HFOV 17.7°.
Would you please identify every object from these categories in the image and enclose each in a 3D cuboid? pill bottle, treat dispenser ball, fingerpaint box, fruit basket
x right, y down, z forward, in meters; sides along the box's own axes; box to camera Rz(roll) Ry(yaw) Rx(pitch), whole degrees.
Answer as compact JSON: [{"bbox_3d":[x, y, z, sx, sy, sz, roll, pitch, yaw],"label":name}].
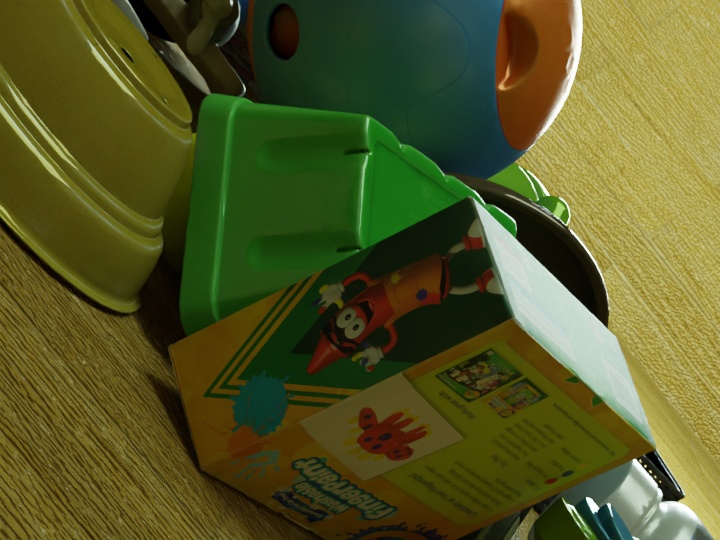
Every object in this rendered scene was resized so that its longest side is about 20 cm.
[{"bbox_3d":[0.213,0.234,1.611,0.200,0.114,0.114,51,9,-8],"label":"pill bottle"},{"bbox_3d":[0.032,-0.145,1.378,0.201,0.201,0.201,51,9,-11],"label":"treat dispenser ball"},{"bbox_3d":[0.029,0.062,1.130,0.200,0.167,0.074,38,29,-56],"label":"fingerpaint box"},{"bbox_3d":[-0.041,-0.008,1.231,0.216,0.215,0.156,39,51,-58],"label":"fruit basket"}]

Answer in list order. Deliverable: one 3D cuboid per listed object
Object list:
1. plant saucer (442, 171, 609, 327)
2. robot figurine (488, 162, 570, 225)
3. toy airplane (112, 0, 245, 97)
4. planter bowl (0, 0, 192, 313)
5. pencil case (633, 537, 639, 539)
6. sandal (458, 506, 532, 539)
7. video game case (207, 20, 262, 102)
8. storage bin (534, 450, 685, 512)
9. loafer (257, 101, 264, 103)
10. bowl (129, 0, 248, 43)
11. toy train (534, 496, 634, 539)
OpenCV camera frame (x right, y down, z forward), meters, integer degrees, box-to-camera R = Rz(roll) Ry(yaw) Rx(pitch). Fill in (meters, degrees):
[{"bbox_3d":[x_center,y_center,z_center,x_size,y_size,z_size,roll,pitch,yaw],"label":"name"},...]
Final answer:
[{"bbox_3d":[0.049,0.013,1.374,0.200,0.200,0.030,47,35,-30],"label":"plant saucer"},{"bbox_3d":[0.053,-0.028,1.532,0.200,0.175,0.116,13,78,-49],"label":"robot figurine"},{"bbox_3d":[-0.148,-0.212,1.418,0.200,0.141,0.199,45,10,-38],"label":"toy airplane"},{"bbox_3d":[-0.140,-0.083,1.125,0.201,0.083,0.200,52,8,-10],"label":"planter bowl"},{"bbox_3d":[0.151,0.225,1.395,0.200,0.090,0.083,-86,158,-76],"label":"pencil case"},{"bbox_3d":[0.060,0.132,1.397,0.057,0.080,0.201,33,6,-12],"label":"sandal"},{"bbox_3d":[-0.064,-0.151,1.636,0.200,0.023,0.182,33,-23,38],"label":"video game case"},{"bbox_3d":[0.157,0.125,1.838,0.200,0.094,0.135,43,13,-43],"label":"storage bin"},{"bbox_3d":[-0.060,-0.059,1.486,0.071,0.073,0.200,54,9,4],"label":"loafer"},{"bbox_3d":[-0.151,-0.240,1.567,0.201,0.039,0.201,41,-25,24],"label":"bowl"},{"bbox_3d":[0.071,0.155,1.154,0.085,0.116,0.200,58,10,22],"label":"toy train"}]
